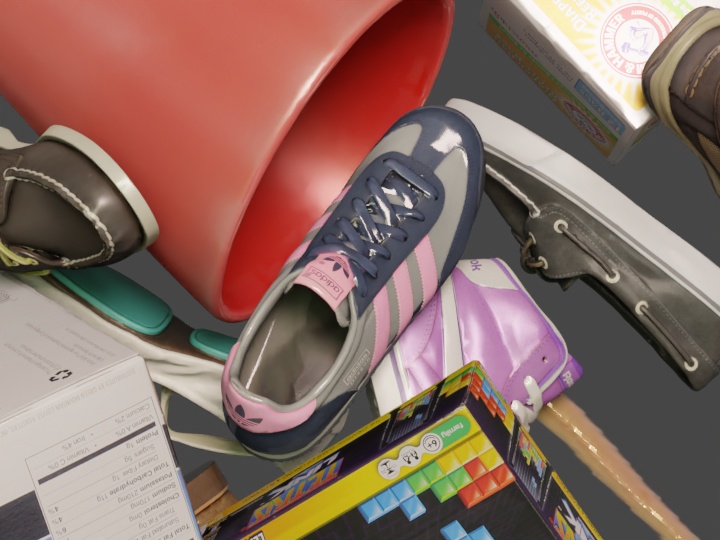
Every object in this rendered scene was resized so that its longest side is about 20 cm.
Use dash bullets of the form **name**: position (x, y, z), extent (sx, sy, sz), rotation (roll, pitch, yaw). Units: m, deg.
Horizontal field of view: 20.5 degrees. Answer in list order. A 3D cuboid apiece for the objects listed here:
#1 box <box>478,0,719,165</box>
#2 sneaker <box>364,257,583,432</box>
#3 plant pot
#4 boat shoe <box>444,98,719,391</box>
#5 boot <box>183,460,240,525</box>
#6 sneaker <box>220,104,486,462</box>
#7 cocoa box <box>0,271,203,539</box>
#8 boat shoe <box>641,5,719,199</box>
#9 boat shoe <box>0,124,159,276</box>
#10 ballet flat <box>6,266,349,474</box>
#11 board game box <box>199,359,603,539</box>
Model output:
- **box**: position (0.169, -0.166, 1.025), extent (0.200, 0.101, 0.113), rotation (-42, 84, -4)
- **sneaker**: position (0.067, 0.092, 1.014), extent (0.113, 0.073, 0.203), rotation (-12, 86, -7)
- **plant pot**: position (-0.079, -0.104, 0.986), extent (0.177, 0.200, 0.201), rotation (34, 85, 13)
- **boat shoe**: position (0.115, -0.014, 1.027), extent (0.199, 0.069, 0.057), rotation (36, 85, 2)
- **boot**: position (-0.135, 0.185, 1.008), extent (0.199, 0.074, 0.076), rotation (-35, 94, -6)
- **sneaker**: position (0.000, 0.000, 0.962), extent (0.070, 0.082, 0.201), rotation (28, 79, 12)
- **cocoa box**: position (-0.172, 0.101, 0.915), extent (0.132, 0.200, 0.132), rotation (-25, 111, -22)
- **boat shoe**: position (0.212, -0.052, 0.977), extent (0.075, 0.199, 0.073), rotation (-53, 43, 7)
- **boat shoe**: position (-0.164, -0.027, 0.962), extent (0.060, 0.201, 0.072), rotation (-38, 114, -23)
- **ballet flat**: position (-0.104, 0.050, 1.027), extent (0.198, 0.069, 0.070), rotation (25, 84, 2)
- **board game box**: position (0.018, 0.164, 0.946), extent (0.199, 0.057, 0.166), rotation (-33, 101, 20)
